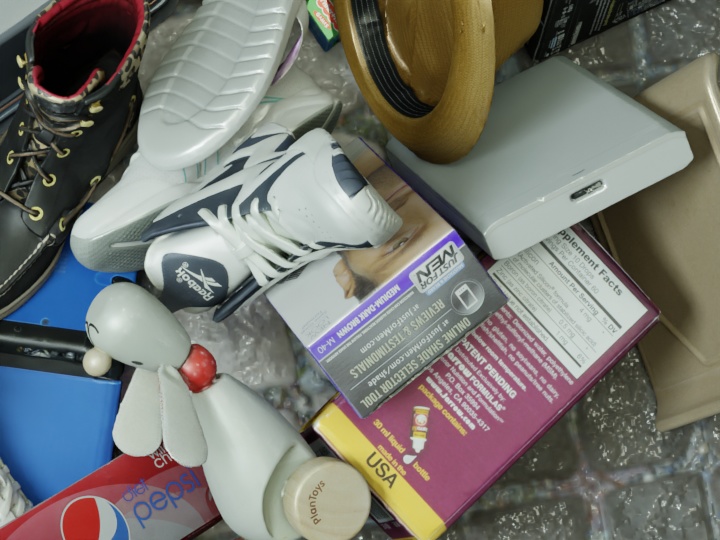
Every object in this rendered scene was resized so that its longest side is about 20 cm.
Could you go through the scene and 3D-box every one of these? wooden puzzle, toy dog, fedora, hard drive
[{"bbox_3d":[0.202,-0.014,1.637,0.037,0.185,0.201,-13,83,-24],"label":"wooden puzzle"},{"bbox_3d":[-0.093,0.104,1.550,0.200,0.132,0.096,39,77,-1],"label":"toy dog"},{"bbox_3d":[0.053,-0.165,1.615,0.081,0.200,0.202,-17,84,-26],"label":"fedora"},{"bbox_3d":[0.103,-0.071,1.628,0.131,0.200,0.026,-27,113,-7],"label":"hard drive"}]

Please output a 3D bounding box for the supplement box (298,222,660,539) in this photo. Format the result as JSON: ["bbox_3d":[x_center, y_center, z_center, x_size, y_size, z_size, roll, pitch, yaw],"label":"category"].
[{"bbox_3d":[0.068,0.064,1.639,0.200,0.131,0.103,-43,89,-9],"label":"supplement box"}]

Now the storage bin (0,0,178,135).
[{"bbox_3d":[-0.215,-0.184,1.644,0.199,0.134,0.146,-35,87,-9],"label":"storage bin"}]

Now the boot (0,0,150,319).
[{"bbox_3d":[-0.187,-0.073,1.596,0.073,0.151,0.200,34,62,8],"label":"boot"}]

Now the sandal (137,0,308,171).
[{"bbox_3d":[-0.066,-0.139,1.643,0.082,0.050,0.204,9,63,37],"label":"sandal"}]

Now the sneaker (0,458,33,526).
[{"bbox_3d":[-0.235,0.136,1.609,0.199,0.075,0.100,31,112,-12],"label":"sneaker"}]

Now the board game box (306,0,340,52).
[{"bbox_3d":[0.014,-0.259,1.721,0.200,0.037,0.152,-37,87,-8],"label":"board game box"}]

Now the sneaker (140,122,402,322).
[{"bbox_3d":[-0.060,-0.016,1.539,0.130,0.199,0.080,-44,114,-8],"label":"sneaker"}]

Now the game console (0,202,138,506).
[{"bbox_3d":[-0.243,0.048,1.671,0.198,0.119,0.172,8,51,-4],"label":"game console"}]

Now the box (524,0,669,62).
[{"bbox_3d":[0.166,-0.225,1.643,0.163,0.200,0.087,-25,78,-7],"label":"box"}]

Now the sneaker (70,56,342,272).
[{"bbox_3d":[-0.107,-0.069,1.666,0.200,0.071,0.080,-36,72,-28],"label":"sneaker"}]

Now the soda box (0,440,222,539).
[{"bbox_3d":[-0.150,0.153,1.589,0.200,0.070,0.064,-31,83,-45],"label":"soda box"}]

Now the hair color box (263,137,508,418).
[{"bbox_3d":[0.000,0.000,1.599,0.109,0.200,0.065,-39,116,-2],"label":"hair color box"}]
